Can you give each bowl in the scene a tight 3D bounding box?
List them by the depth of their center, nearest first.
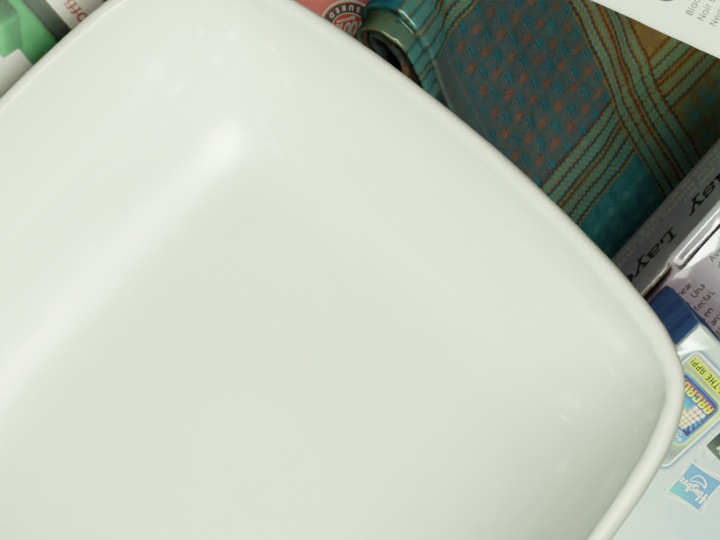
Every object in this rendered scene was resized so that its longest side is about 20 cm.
[{"bbox_3d":[-0.034,0.044,0.766,0.200,0.075,0.200,41,89,18],"label":"bowl"}]

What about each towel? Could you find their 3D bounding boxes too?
[{"bbox_3d":[0.088,-0.081,0.904,0.200,0.022,0.147,-48,124,-28],"label":"towel"}]

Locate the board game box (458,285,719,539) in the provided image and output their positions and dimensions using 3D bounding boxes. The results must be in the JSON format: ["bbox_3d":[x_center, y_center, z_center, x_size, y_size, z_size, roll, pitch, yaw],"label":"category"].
[{"bbox_3d":[0.083,0.142,0.836,0.199,0.043,0.200,-43,107,6],"label":"board game box"}]

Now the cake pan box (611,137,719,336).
[{"bbox_3d":[0.140,0.059,0.864,0.184,0.052,0.200,36,103,-17],"label":"cake pan box"}]

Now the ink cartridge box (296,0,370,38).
[{"bbox_3d":[0.000,0.000,0.907,0.116,0.067,0.200,3,94,-33],"label":"ink cartridge box"}]

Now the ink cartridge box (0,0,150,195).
[{"bbox_3d":[-0.101,-0.119,0.808,0.200,0.084,0.146,-41,120,-11],"label":"ink cartridge box"}]

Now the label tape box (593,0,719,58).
[{"bbox_3d":[0.082,-0.137,0.819,0.200,0.143,0.066,23,131,0],"label":"label tape box"}]

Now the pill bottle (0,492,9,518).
[{"bbox_3d":[-0.107,0.100,0.879,0.120,0.120,0.200,-26,101,-10],"label":"pill bottle"}]
